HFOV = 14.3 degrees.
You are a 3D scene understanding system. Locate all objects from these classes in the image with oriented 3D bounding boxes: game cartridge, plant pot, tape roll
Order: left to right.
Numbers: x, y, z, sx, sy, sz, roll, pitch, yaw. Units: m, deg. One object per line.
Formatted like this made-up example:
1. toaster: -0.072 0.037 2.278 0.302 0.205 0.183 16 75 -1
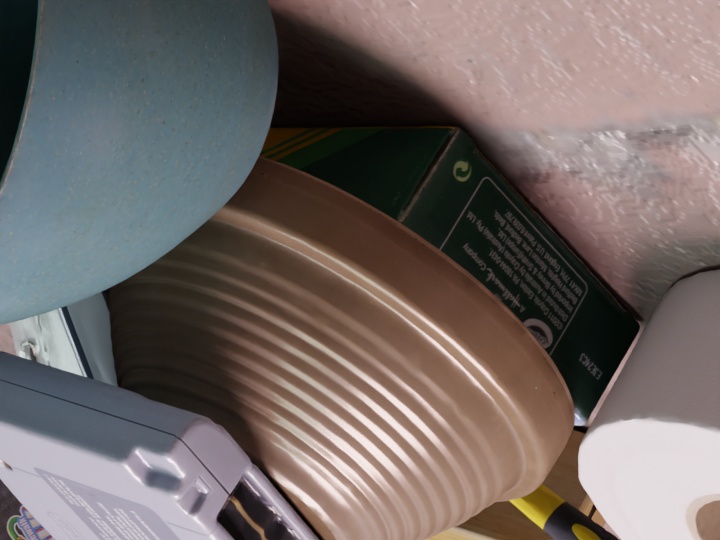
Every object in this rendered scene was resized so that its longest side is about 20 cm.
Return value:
1. plant pot: -0.108 -0.073 0.994 0.134 0.202 0.200 6 178 -38
2. game cartridge: -0.068 0.104 1.102 0.133 0.041 0.200 11 150 37
3. plant pot: -0.026 0.048 1.097 0.200 0.093 0.201 27 158 12
4. tape roll: 0.183 0.087 1.064 0.202 0.071 0.203 27 158 12

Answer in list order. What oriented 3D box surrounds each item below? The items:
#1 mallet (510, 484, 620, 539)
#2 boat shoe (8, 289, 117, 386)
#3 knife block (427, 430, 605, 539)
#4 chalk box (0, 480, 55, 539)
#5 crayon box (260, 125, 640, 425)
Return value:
1. mallet: 0.069 0.105 1.190 0.200 0.066 0.041 45 169 29
2. boat shoe: -0.145 -0.016 1.167 0.086 0.075 0.203 -16 103 14
3. knife block: 0.016 0.088 1.309 0.175 0.064 0.200 32 160 -2
4. chalk box: -0.124 0.131 1.272 0.125 0.200 0.124 51 151 5
5. crayon box: 0.000 0.000 1.154 0.199 0.052 0.126 4 146 52
